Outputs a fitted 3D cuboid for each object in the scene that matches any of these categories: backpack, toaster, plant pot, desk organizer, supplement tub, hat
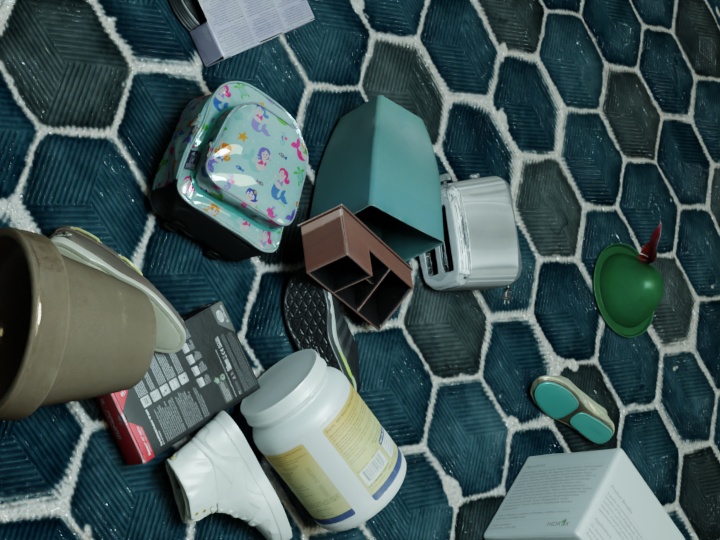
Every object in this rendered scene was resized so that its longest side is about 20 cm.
[{"bbox_3d":[-0.156,-0.137,1.586,0.177,0.150,0.202,33,55,-30],"label":"backpack"},{"bbox_3d":[0.159,-0.045,1.866,0.128,0.113,0.203,-4,84,-38],"label":"toaster"},{"bbox_3d":[-0.320,0.063,1.348,0.173,0.199,0.203,9,74,-40],"label":"plant pot"},{"bbox_3d":[0.024,-0.129,1.752,0.140,0.141,0.203,25,56,-35],"label":"plant pot"},{"bbox_3d":[0.000,0.000,1.684,0.200,0.071,0.078,40,34,-49],"label":"desk organizer"},{"bbox_3d":[-0.048,0.216,1.592,0.201,0.143,0.145,54,51,-18],"label":"supplement tub"},{"bbox_3d":[0.507,0.019,2.115,0.198,0.175,0.168,-1,80,-42],"label":"hat"}]

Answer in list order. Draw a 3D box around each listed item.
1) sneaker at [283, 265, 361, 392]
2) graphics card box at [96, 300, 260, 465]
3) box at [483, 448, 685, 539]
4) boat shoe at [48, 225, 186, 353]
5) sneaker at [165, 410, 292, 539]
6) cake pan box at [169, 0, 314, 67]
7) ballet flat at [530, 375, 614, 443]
[{"bbox_3d":[-0.047,0.091,1.692,0.083,0.071,0.203,-13,90,-66],"label":"sneaker"},{"bbox_3d":[-0.226,0.134,1.517,0.199,0.051,0.127,-32,101,-40],"label":"graphics card box"},{"bbox_3d":[0.333,0.397,1.855,0.200,0.199,0.172,52,53,-18],"label":"box"},{"bbox_3d":[-0.283,0.020,1.460,0.199,0.072,0.060,36,27,-12],"label":"boat shoe"},{"bbox_3d":[-0.168,0.282,1.531,0.115,0.073,0.202,-36,117,-19],"label":"sneaker"},{"bbox_3d":[-0.173,-0.392,1.690,0.199,0.052,0.186,-34,101,-41],"label":"cake pan box"},{"bbox_3d":[0.336,0.213,2.007,0.200,0.067,0.063,40,28,-32],"label":"ballet flat"}]
